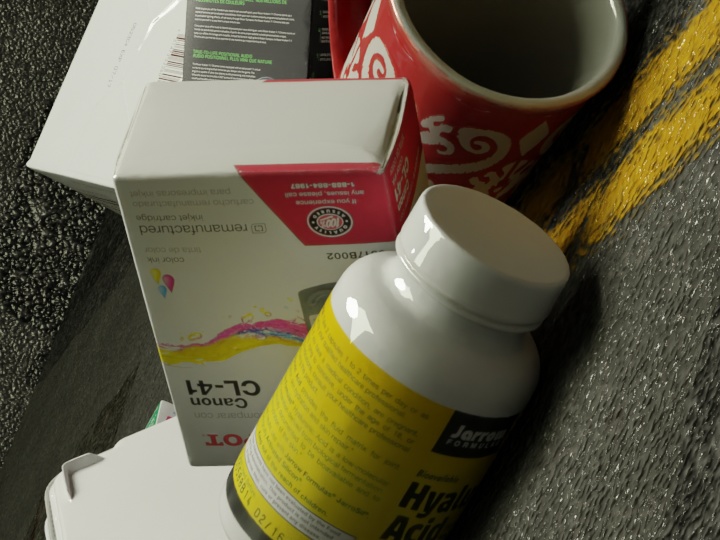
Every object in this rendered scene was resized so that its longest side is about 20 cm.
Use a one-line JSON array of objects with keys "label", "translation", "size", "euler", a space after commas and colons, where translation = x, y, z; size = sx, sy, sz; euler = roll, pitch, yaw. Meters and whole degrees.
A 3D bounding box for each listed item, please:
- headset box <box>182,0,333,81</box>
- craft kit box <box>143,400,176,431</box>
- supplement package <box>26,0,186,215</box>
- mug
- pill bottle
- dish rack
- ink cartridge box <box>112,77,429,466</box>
[{"label": "headset box", "translation": [-0.032, -0.131, 1.744], "size": [0.174, 0.092, 0.202], "euler": [-11, -74, -63]}, {"label": "craft kit box", "translation": [-0.161, 0.218, 1.788], "size": [0.198, 0.048, 0.201], "euler": [-88, 23, -57]}, {"label": "supplement package", "translation": [-0.084, -0.109, 1.927], "size": [0.147, 0.200, 0.192], "euler": [15, 80, 49]}, {"label": "mug", "translation": [0.045, -0.108, 1.527], "size": [0.200, 0.132, 0.179], "euler": [121, 151, -53]}, {"label": "pill bottle", "translation": [0.019, 0.062, 1.357], "size": [0.201, 0.111, 0.111], "euler": [-61, 11, 24]}, {"label": "dish rack", "translation": [-0.111, 0.146, 1.658], "size": [0.171, 0.044, 0.200], "euler": [-23, 28, 0]}, {"label": "ink cartridge box", "translation": [-0.035, 0.003, 1.450], "size": [0.086, 0.146, 0.201], "euler": [-76, -20, -50]}]
